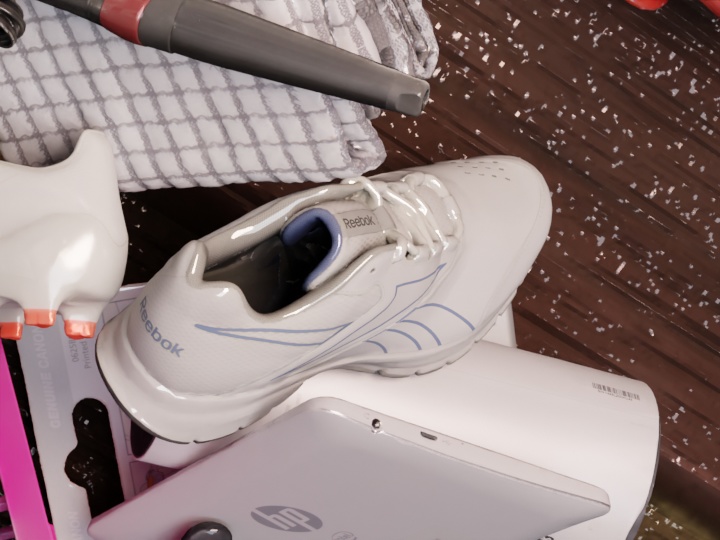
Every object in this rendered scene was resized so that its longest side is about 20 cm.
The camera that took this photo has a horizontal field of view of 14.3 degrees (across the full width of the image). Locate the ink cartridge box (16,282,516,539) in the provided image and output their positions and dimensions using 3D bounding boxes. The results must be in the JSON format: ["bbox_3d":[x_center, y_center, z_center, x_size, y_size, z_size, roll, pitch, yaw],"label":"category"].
[{"bbox_3d":[-0.033,0.056,1.193,0.200,0.057,0.163,-8,117,0],"label":"ink cartridge box"}]

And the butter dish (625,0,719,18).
[{"bbox_3d":[0.150,-0.152,1.084,0.148,0.200,0.200,-34,121,28],"label":"butter dish"}]

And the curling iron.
[{"bbox_3d":[-0.071,-0.084,0.986,0.200,0.026,0.050,12,153,15],"label":"curling iron"}]

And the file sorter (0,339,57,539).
[{"bbox_3d":[-0.175,0.119,1.079,0.125,0.200,0.139,-13,125,-8],"label":"file sorter"}]

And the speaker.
[{"bbox_3d":[0.012,0.059,1.130,0.200,0.081,0.081,14,110,-15],"label":"speaker"}]

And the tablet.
[{"bbox_3d":[-0.009,0.096,1.108,0.130,0.200,0.014,20,62,-24],"label":"tablet"}]

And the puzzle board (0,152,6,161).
[{"bbox_3d":[-0.205,-0.061,1.101,0.151,0.017,0.200,-28,118,0],"label":"puzzle board"}]

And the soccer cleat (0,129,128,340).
[{"bbox_3d":[-0.178,-0.016,1.065,0.200,0.069,0.078,0,80,18],"label":"soccer cleat"}]

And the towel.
[{"bbox_3d":[-0.075,-0.127,1.027,0.165,0.086,0.200,-3,125,33],"label":"towel"}]

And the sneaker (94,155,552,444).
[{"bbox_3d":[0.000,0.000,1.056,0.200,0.075,0.087,-25,162,-35],"label":"sneaker"}]

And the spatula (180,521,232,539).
[{"bbox_3d":[-0.087,0.152,1.181,0.056,0.021,0.200,7,148,-19],"label":"spatula"}]
